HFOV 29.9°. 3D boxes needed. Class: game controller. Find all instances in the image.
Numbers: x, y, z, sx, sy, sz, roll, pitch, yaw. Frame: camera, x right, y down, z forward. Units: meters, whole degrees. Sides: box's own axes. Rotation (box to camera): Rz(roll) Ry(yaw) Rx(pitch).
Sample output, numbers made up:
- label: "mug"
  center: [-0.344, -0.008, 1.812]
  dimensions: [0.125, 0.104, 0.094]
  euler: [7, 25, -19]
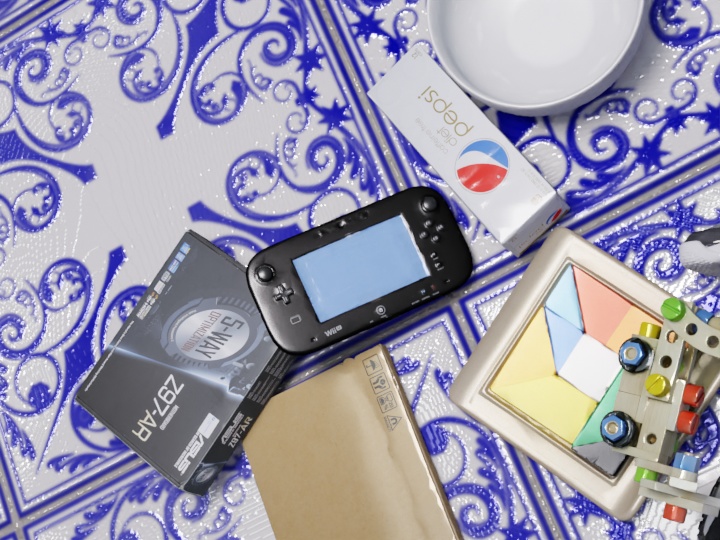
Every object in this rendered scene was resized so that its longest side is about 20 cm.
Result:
- label: "game controller"
  center: [0.000, 0.000, 1.212]
  dimensions: [0.199, 0.042, 0.105]
  euler: [-23, 69, -10]

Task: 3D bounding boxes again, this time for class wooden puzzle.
- label: "wooden puzzle"
  center: [0.197, 0.085, 1.157]
  dimensions: [0.199, 0.037, 0.186]
  euler: [34, 92, 23]

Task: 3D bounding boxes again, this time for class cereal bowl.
- label: "cereal bowl"
  center: [0.163, -0.230, 1.209]
  dimensions: [0.199, 0.083, 0.202]
  euler: [-4, 77, 19]

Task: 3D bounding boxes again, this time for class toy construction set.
- label: "toy construction set"
  center: [0.262, 0.103, 1.066]
  dimensions: [0.130, 0.092, 0.201]
  euler: [12, 70, 35]

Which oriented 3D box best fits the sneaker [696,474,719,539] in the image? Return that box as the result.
- label: "sneaker"
  center: [0.348, 0.150, 1.070]
  dimensions: [0.087, 0.076, 0.201]
  euler: [33, 92, 17]

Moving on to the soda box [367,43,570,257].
- label: "soda box"
  center: [0.097, -0.109, 1.220]
  dimensions: [0.068, 0.064, 0.200]
  euler: [-43, 67, 8]

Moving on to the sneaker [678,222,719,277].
- label: "sneaker"
  center: [0.355, -0.065, 1.111]
  dimensions: [0.199, 0.075, 0.115]
  euler: [-12, 74, 12]

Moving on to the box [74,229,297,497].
- label: "box"
  center: [-0.156, 0.085, 1.272]
  dimensions: [0.160, 0.044, 0.201]
  euler: [34, 89, 29]

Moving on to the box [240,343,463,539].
- label: "box"
  center: [-0.014, 0.191, 1.222]
  dimensions: [0.163, 0.021, 0.201]
  euler: [-26, 71, 14]
